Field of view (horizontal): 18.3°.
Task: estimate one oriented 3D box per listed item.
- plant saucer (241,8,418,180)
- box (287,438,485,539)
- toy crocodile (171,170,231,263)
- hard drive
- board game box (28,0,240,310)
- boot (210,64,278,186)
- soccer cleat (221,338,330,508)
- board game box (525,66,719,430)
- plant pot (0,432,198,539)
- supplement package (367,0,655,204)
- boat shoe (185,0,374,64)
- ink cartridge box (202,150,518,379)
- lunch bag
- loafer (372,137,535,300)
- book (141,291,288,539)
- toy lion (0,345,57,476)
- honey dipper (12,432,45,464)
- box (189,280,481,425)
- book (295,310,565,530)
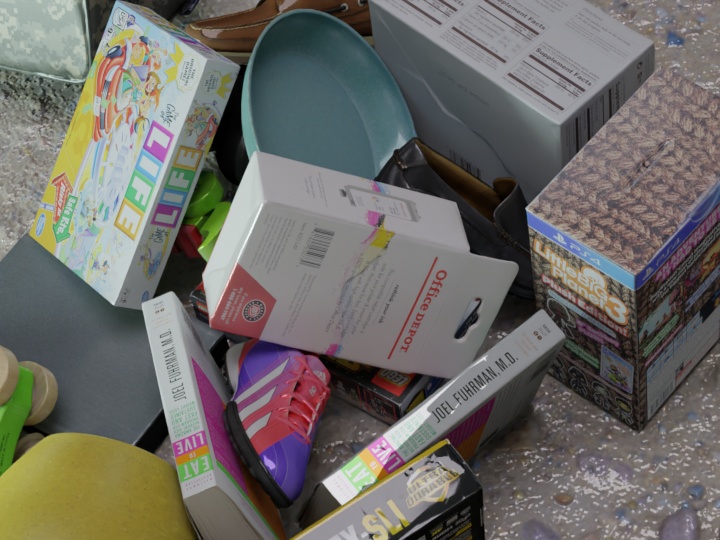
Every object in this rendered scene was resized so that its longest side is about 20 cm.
[{"bbox_3d":[-0.028,-0.097,1.692,0.036,0.200,0.201,-20,45,36],"label":"plant saucer"},{"bbox_3d":[-0.007,0.215,1.501,0.200,0.160,0.049,-32,63,-14],"label":"box"},{"bbox_3d":[-0.148,-0.043,1.739,0.200,0.068,0.062,19,58,46],"label":"toy crocodile"},{"bbox_3d":[-0.221,0.065,1.721,0.199,0.033,0.140,25,62,24],"label":"hard drive"},{"bbox_3d":[-0.174,-0.089,1.705,0.134,0.034,0.201,34,107,45],"label":"board game box"},{"bbox_3d":[-0.127,-0.117,1.777,0.157,0.080,0.211,5,18,8],"label":"boot"},{"bbox_3d":[-0.053,0.095,1.579,0.073,0.068,0.200,-28,23,7],"label":"soccer cleat"},{"bbox_3d":[0.209,-0.013,1.612,0.097,0.200,0.159,32,64,27],"label":"board game box"},{"bbox_3d":[-0.187,0.194,1.506,0.199,0.200,0.143,8,65,14],"label":"plant pot"},{"bbox_3d":[0.119,-0.143,1.744,0.111,0.156,0.200,-40,59,-22],"label":"supplement package"},{"bbox_3d":[-0.055,-0.212,1.836,0.199,0.068,0.072,-10,23,-28],"label":"boat shoe"},{"bbox_3d":[0.000,0.000,1.604,0.199,0.117,0.068,14,32,-19],"label":"ink cartridge box"},{"bbox_3d":[-0.249,-0.253,1.880,0.199,0.140,0.168,12,34,29],"label":"lunch bag"},{"bbox_3d":[0.101,-0.035,1.674,0.199,0.072,0.073,19,29,-21],"label":"loafer"},{"bbox_3d":[-0.102,0.125,1.570,0.048,0.134,0.200,-23,40,4],"label":"book"},{"bbox_3d":[-0.321,0.138,1.647,0.191,0.069,0.201,-8,69,27],"label":"toy lion"},{"bbox_3d":[-0.183,0.191,1.624,0.038,0.038,0.200,-40,61,-20],"label":"honey dipper"},{"bbox_3d":[-0.011,0.023,1.717,0.199,0.040,0.137,27,61,25],"label":"box"},{"bbox_3d":[0.051,0.118,1.570,0.200,0.134,0.048,-36,77,-19],"label":"book"}]
